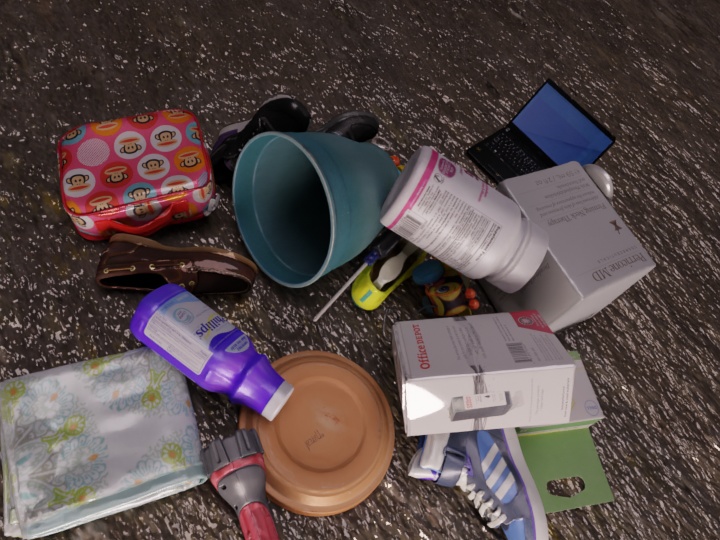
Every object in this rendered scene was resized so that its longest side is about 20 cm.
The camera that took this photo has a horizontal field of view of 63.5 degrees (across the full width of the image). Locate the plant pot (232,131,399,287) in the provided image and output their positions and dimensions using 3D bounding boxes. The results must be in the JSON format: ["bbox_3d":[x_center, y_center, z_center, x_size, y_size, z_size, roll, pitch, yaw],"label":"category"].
[{"bbox_3d":[-0.045,-0.099,0.816,0.187,0.201,0.201,-21,66,-45],"label":"plant pot"}]

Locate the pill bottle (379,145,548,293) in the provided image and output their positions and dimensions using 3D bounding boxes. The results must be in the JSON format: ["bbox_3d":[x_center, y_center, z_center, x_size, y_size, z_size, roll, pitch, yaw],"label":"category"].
[{"bbox_3d":[0.134,-0.061,0.751,0.198,0.113,0.114,31,54,-8],"label":"pill bottle"}]

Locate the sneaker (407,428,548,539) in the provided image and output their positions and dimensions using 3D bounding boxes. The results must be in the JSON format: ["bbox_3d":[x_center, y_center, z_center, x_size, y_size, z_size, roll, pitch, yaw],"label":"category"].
[{"bbox_3d":[0.130,0.261,0.710,0.144,0.081,0.203,-7,64,-12],"label":"sneaker"}]

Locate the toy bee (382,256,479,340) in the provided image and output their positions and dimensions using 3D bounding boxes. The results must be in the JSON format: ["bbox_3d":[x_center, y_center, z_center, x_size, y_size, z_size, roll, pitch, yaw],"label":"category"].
[{"bbox_3d":[0.128,0.032,0.830,0.131,0.107,0.202,49,52,-40],"label":"toy bee"}]

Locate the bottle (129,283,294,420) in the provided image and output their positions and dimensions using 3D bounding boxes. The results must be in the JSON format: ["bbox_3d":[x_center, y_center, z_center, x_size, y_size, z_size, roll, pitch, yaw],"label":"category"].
[{"bbox_3d":[-0.169,0.097,0.681,0.199,0.066,0.084,36,23,5],"label":"bottle"}]

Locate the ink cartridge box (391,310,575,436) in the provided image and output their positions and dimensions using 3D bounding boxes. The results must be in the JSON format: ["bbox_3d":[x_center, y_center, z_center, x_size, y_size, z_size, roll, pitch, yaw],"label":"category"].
[{"bbox_3d":[0.142,0.123,0.723,0.196,0.086,0.146,-3,22,-1],"label":"ink cartridge box"}]

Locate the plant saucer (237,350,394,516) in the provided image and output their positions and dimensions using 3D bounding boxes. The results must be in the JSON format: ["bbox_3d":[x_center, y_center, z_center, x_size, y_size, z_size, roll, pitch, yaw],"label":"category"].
[{"bbox_3d":[-0.051,0.192,0.716,0.197,0.032,0.203,8,57,-12],"label":"plant saucer"}]

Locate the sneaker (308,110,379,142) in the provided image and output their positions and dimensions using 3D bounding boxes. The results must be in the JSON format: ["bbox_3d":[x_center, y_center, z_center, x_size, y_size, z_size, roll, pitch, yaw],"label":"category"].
[{"bbox_3d":[-0.051,-0.195,0.945,0.198,0.073,0.083,-23,71,-18],"label":"sneaker"}]

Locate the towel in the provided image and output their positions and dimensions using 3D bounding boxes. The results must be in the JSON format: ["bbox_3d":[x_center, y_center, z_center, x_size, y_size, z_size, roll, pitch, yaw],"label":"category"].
[{"bbox_3d":[-0.283,0.178,0.638,0.197,0.048,0.173,-11,63,-24],"label":"towel"}]

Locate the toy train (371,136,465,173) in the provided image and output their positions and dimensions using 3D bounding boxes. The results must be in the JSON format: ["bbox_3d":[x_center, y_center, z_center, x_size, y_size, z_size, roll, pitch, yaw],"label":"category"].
[{"bbox_3d":[0.092,-0.143,0.968,0.198,0.056,0.151,24,41,3],"label":"toy train"}]

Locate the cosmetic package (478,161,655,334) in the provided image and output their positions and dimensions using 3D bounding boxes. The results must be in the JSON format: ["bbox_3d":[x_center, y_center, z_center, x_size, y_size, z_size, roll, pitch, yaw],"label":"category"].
[{"bbox_3d":[0.287,-0.025,0.883,0.165,0.167,0.202,-18,66,-27],"label":"cosmetic package"}]

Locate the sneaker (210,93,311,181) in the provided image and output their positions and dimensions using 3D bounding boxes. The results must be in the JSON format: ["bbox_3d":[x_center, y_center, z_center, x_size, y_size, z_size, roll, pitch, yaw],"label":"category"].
[{"bbox_3d":[-0.149,-0.176,0.837,0.076,0.198,0.088,42,53,-30],"label":"sneaker"}]

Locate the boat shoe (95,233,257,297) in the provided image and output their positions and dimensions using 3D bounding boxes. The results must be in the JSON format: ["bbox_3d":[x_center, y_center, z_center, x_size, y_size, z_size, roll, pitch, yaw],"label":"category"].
[{"bbox_3d":[-0.235,0.008,0.750,0.196,0.071,0.071,7,49,-4],"label":"boat shoe"}]

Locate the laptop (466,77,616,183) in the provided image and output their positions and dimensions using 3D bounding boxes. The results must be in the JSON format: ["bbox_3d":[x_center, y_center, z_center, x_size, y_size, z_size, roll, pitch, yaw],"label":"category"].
[{"bbox_3d":[0.330,-0.228,1.065,0.199,0.104,0.178,-33,72,-32],"label":"laptop"}]

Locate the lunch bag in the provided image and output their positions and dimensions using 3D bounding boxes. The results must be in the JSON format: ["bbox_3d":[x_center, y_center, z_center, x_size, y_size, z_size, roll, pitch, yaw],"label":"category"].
[{"bbox_3d":[-0.298,-0.123,0.790,0.197,0.082,0.178,-13,62,-13],"label":"lunch bag"}]

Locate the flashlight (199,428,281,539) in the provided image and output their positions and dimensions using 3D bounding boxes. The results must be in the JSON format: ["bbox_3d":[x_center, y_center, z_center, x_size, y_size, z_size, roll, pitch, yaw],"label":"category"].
[{"bbox_3d":[-0.107,0.272,0.611,0.067,0.068,0.202,2,55,-49],"label":"flashlight"}]

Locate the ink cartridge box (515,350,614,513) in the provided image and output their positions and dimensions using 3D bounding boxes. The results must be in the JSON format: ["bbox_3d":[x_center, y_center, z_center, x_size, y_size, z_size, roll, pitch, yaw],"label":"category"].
[{"bbox_3d":[0.266,0.215,0.798,0.143,0.048,0.202,-1,57,-19],"label":"ink cartridge box"}]

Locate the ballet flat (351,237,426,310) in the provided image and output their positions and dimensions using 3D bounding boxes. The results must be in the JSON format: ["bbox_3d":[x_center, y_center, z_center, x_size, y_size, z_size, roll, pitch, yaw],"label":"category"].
[{"bbox_3d":[0.058,-0.019,0.864,0.067,0.067,0.200,41,55,0],"label":"ballet flat"}]

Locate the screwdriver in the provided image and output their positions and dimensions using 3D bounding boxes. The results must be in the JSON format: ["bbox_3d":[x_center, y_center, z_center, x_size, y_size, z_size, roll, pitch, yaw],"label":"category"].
[{"bbox_3d":[0.000,0.000,0.792,0.028,0.029,0.200,46,54,-5],"label":"screwdriver"}]

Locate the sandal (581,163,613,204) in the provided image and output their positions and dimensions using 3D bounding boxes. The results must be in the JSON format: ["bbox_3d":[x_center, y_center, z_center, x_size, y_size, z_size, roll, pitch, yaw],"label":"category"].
[{"bbox_3d":[0.379,-0.117,0.953,0.049,0.203,0.083,-31,68,-5],"label":"sandal"}]
